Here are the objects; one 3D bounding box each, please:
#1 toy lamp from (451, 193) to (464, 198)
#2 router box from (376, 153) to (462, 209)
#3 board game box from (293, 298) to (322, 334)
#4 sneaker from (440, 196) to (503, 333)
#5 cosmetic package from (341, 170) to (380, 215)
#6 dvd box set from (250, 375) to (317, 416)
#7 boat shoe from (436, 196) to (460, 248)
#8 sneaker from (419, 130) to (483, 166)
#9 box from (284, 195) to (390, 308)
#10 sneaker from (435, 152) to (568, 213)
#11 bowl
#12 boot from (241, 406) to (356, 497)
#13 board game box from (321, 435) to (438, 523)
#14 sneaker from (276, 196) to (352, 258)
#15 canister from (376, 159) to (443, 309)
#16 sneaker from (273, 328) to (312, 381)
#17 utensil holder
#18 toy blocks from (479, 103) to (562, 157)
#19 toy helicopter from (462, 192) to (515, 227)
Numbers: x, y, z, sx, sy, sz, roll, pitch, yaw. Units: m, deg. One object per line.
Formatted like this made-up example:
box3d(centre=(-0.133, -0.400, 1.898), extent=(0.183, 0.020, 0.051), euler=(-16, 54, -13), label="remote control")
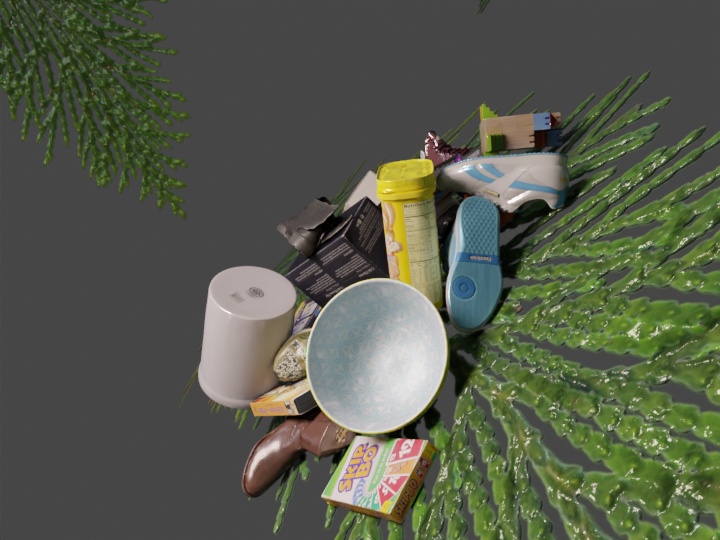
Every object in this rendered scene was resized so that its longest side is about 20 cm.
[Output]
box3d(centre=(0.165, -0.149, 1.351), extent=(0.199, 0.058, 0.059), euler=(-27, 26, 54), label="toy lamp")
box3d(centre=(0.094, -0.123, 1.252), extent=(0.148, 0.052, 0.200), euler=(-30, -5, -22), label="router box")
box3d(centre=(-0.115, 0.141, 1.453), extent=(0.165, 0.057, 0.201), euler=(-30, 25, 56), label="board game box")
box3d(centre=(0.155, 0.010, 1.007), extent=(0.131, 0.078, 0.203), euler=(105, 178, -66), label="sneaker")
box3d(centre=(0.011, -0.122, 1.552), extent=(0.104, 0.087, 0.200), euler=(-54, -2, -22), label="cosmetic package")
box3d(centre=(-0.090, 0.201, 1.178), extent=(0.145, 0.030, 0.199), euler=(-26, 2, -30), label="dvd box set")
box3d(centre=(0.147, -0.074, 1.210), extent=(0.071, 0.066, 0.200), euler=(-62, -14, 25), label="boat shoe")
box3d(centre=(0.175, -0.236, 1.389), extent=(0.075, 0.117, 0.199), euler=(-18, -5, -36), label="sneaker")
box3d(centre=(0.000, 0.000, 1.227), extent=(0.199, 0.182, 0.105), euler=(-29, 24, 48), label="box")
box3d(centre=(0.202, -0.124, 1.013), extent=(0.197, 0.082, 0.076), euler=(0, 4, 31), label="sneaker")
box3d(centre=(0.034, 0.123, 0.943), extent=(0.201, 0.200, 0.108), euler=(-49, -26, 0), label="bowl")
box3d(centre=(-0.090, 0.276, 1.062), extent=(0.187, 0.064, 0.199), euler=(-55, 20, -23), label="boot")
box3d(centre=(0.016, 0.257, 0.877), extent=(0.096, 0.030, 0.199), euler=(-57, 15, -25), label="board game box")
box3d(centre=(-0.083, -0.082, 1.205), extent=(0.105, 0.060, 0.200), euler=(-50, 21, 1), label="sneaker")
box3d(centre=(0.077, -0.052, 1.046), extent=(0.085, 0.204, 0.149), euler=(-6, 18, 6), label="canister")
box3d(centre=(-0.061, 0.134, 1.186), extent=(0.198, 0.078, 0.089), euler=(-28, 13, 1), label="sneaker")
box3d(centre=(-0.203, 0.119, 1.263), extent=(0.171, 0.167, 0.203), euler=(-75, -1, -58), label="utensil holder")
box3d(centre=(0.269, -0.227, 1.144), extent=(0.134, 0.102, 0.200), euler=(-4, 8, 8), label="toy blocks")
box3d(centre=(0.216, -0.124, 1.168), extent=(0.132, 0.079, 0.200), euler=(-46, 3, 44), label="toy helicopter")
